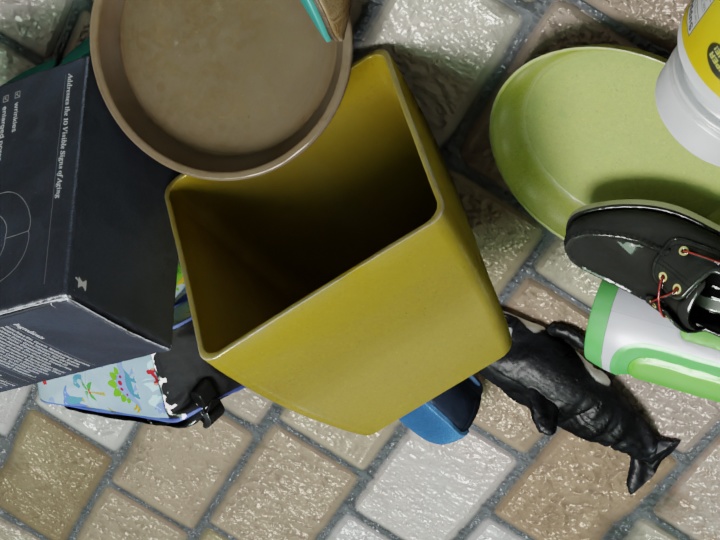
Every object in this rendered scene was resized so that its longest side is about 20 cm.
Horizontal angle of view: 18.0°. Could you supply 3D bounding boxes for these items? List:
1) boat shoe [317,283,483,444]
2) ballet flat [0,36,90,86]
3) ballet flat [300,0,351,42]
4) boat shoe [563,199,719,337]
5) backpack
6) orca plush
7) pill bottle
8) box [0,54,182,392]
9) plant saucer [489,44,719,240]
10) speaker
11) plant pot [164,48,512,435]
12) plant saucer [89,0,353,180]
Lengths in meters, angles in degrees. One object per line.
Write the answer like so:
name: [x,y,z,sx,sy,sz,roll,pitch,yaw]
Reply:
boat shoe: [0.017,0.056,1.827,0.200,0.069,0.084,48,146,-20]
ballet flat: [-0.223,-0.136,1.771,0.200,0.074,0.074,-22,118,45]
ballet flat: [-0.046,-0.253,1.543,0.200,0.072,0.068,56,179,-11]
boat shoe: [0.235,0.005,1.600,0.201,0.063,0.074,19,141,15]
backpack: [-0.169,0.031,1.830,0.200,0.183,0.147,0,111,37]
orca plush: [0.153,0.113,1.795,0.105,0.071,0.200,-24,116,44]
pill bottle: [0.269,-0.158,1.417,0.114,0.114,0.200,30,140,0]
box: [-0.246,-0.030,1.706,0.196,0.200,0.124,-15,151,34]
plant saucer: [0.189,-0.086,1.602,0.200,0.031,0.200,16,138,15]
speaker: [0.269,0.057,1.659,0.200,0.089,0.089,16,138,16]
plant pot: [0.000,0.000,1.650,0.200,0.200,0.176,-32,130,13]
plant saucer: [-0.098,-0.165,1.627,0.200,0.029,0.201,3,100,16]
